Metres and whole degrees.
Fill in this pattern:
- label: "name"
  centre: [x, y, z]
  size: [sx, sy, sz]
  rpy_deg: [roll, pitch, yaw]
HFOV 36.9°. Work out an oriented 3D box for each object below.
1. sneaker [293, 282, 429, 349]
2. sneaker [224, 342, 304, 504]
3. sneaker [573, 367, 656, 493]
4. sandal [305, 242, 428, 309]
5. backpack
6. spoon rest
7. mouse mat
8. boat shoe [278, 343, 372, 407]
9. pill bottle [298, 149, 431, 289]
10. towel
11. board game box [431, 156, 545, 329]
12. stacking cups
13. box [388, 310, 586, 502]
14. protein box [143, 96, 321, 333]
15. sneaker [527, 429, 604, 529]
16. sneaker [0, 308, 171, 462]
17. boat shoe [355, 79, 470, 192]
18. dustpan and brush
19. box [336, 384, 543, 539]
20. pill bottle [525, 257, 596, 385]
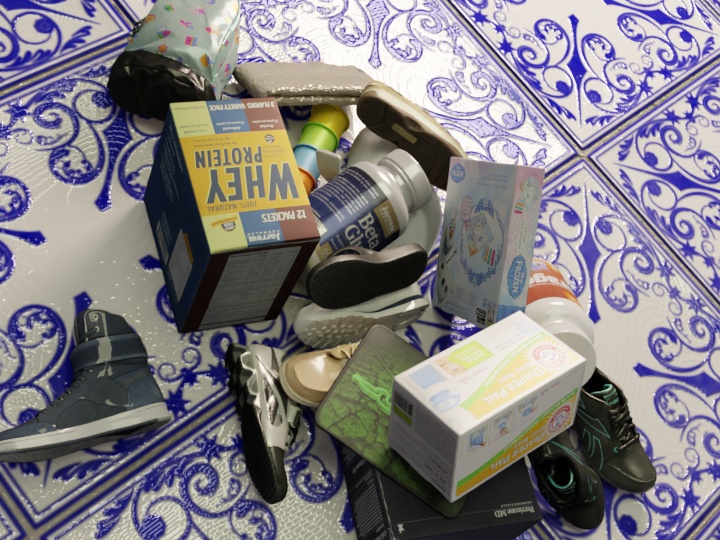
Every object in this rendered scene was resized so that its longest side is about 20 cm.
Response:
- label: "sneaker"
  centre: [-0.008, 0.042, 1.375]
  size: [0.198, 0.076, 0.081]
  rpy_deg: [-9, 65, -37]
- label: "sneaker"
  centre: [-0.096, 0.172, 1.260]
  size: [0.087, 0.074, 0.202]
  rpy_deg: [0, 57, -26]
- label: "sneaker"
  centre: [0.317, 0.198, 1.398]
  size: [0.075, 0.079, 0.201]
  rpy_deg: [-31, 77, -34]
- label: "sandal"
  centre: [0.000, 0.001, 1.324]
  size: [0.199, 0.076, 0.048]
  rpy_deg: [-9, 40, -46]
- label: "backpack"
  centre: [-0.230, -0.292, 1.444]
  size: [0.165, 0.127, 0.202]
  rpy_deg: [23, 52, -3]
- label: "spoon rest"
  centre: [0.009, -0.159, 1.487]
  size: [0.099, 0.061, 0.199]
  rpy_deg: [23, 31, 29]
- label: "mouse mat"
  centre: [0.061, 0.169, 1.240]
  size: [0.199, 0.008, 0.162]
  rpy_deg: [35, 55, 0]
- label: "boat shoe"
  centre: [-0.008, 0.117, 1.296]
  size: [0.198, 0.069, 0.074]
  rpy_deg: [0, 60, -44]
- label: "pill bottle"
  centre: [-0.008, -0.069, 1.385]
  size: [0.199, 0.111, 0.111]
  rpy_deg: [-36, 78, -18]
- label: "towel"
  centre: [-0.068, -0.261, 1.505]
  size: [0.197, 0.035, 0.133]
  rpy_deg: [-5, 25, -24]
- label: "board game box"
  centre: [0.156, -0.037, 1.357]
  size: [0.043, 0.200, 0.202]
  rpy_deg: [4, 97, -19]
- label: "stacking cups"
  centre: [-0.080, -0.140, 1.461]
  size: [0.060, 0.061, 0.201]
  rpy_deg: [29, 58, -3]
- label: "box"
  centre: [0.141, 0.146, 1.198]
  size: [0.198, 0.102, 0.112]
  rpy_deg: [-25, 45, -32]
- label: "protein box"
  centre: [-0.162, -0.064, 1.294]
  size: [0.133, 0.200, 0.201]
  rpy_deg: [-8, 65, -25]
- label: "sneaker"
  centre: [0.243, 0.256, 1.300]
  size: [0.201, 0.075, 0.080]
  rpy_deg: [56, 16, -30]
- label: "sneaker"
  centre: [-0.322, 0.124, 1.188]
  size: [0.200, 0.077, 0.148]
  rpy_deg: [-12, 77, -37]
- label: "boat shoe"
  centre: [0.085, -0.189, 1.468]
  size: [0.200, 0.071, 0.077]
  rpy_deg: [41, 38, -17]
- label: "dustpan and brush"
  centre: [0.073, -0.102, 1.494]
  size: [0.139, 0.057, 0.200]
  rpy_deg: [39, 55, 4]
- label: "box"
  centre: [0.087, 0.235, 1.279]
  size: [0.197, 0.104, 0.184]
  rpy_deg: [-2, 61, -22]
- label: "pill bottle"
  centre: [0.232, 0.071, 1.373]
  size: [0.111, 0.113, 0.200]
  rpy_deg: [16, 21, -12]
